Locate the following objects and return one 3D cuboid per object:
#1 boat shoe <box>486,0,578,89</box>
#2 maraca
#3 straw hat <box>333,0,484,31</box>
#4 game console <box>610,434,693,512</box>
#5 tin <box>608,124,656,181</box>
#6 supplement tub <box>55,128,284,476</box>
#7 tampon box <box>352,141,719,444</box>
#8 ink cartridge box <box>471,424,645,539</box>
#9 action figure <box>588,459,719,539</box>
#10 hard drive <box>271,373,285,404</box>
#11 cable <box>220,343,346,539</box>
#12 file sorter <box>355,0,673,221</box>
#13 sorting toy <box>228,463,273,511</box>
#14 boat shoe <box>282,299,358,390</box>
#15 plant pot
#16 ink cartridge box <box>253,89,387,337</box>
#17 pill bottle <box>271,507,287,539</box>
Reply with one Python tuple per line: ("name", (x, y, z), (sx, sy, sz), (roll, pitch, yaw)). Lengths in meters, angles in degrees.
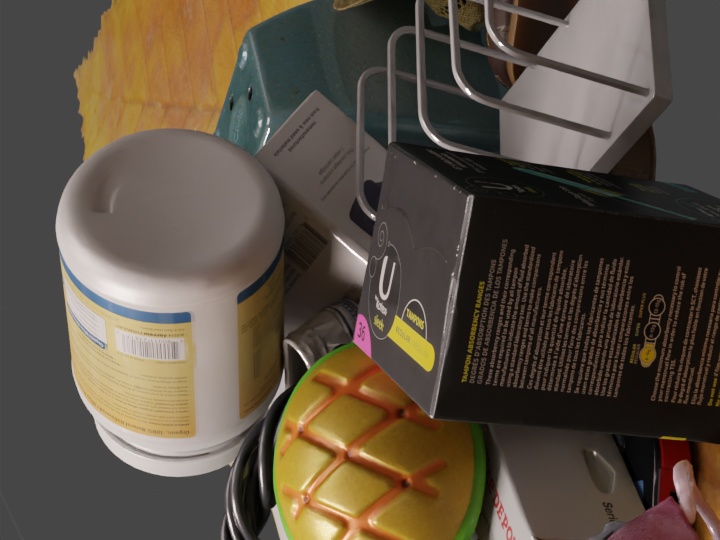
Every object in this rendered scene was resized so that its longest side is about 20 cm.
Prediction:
("boat shoe", (0.124, -0.221, 1.475), (0.070, 0.070, 0.202), (-127, 47, -58))
("maraca", (0.012, 0.139, 1.279), (0.136, 0.107, 0.202), (-12, 73, 23))
("straw hat", (0.081, -0.223, 1.564), (0.200, 0.085, 0.201), (-37, 15, 12))
("game console", (0.151, 0.191, 1.322), (0.177, 0.031, 0.202), (164, 112, -70))
("tin", (0.148, -0.015, 1.391), (0.112, 0.041, 0.202), (176, 100, -67))
("supplement tub", (-0.120, 0.025, 1.393), (0.201, 0.143, 0.146), (93, 170, -47))
("tampon box", (0.117, 0.013, 1.220), (0.150, 0.198, 0.128), (-140, 59, -68))
("ink cartridge box", (0.098, 0.199, 1.310), (0.146, 0.083, 0.202), (-110, 31, -57))
("action figure", (0.195, 0.219, 1.134), (0.149, 0.134, 0.200), (-42, 33, -9))
("hard drive", (-0.073, 0.075, 1.572), (0.133, 0.199, 0.025), (-63, -25, -4))
("cable", (-0.017, 0.143, 1.382), (0.051, 0.162, 0.202), (-144, 44, -60))
("file sorter", (0.092, -0.120, 1.352), (0.200, 0.123, 0.140), (129, 149, -49))
("sorting toy", (-0.055, 0.078, 1.692), (0.185, 0.036, 0.200), (44, 107, 15))
("boat shoe", (-0.024, 0.113, 1.436), (0.072, 0.065, 0.201), (44, 145, 36))
("plant pot", (-0.001, -0.089, 1.603), (0.197, 0.198, 0.197), (-106, 29, -47))
("ink cartridge box", (0.000, 0.000, 1.453), (0.084, 0.200, 0.145), (-49, -1, -35))
("pill bottle", (-0.016, 0.173, 1.613), (0.104, 0.103, 0.202), (167, 87, -70))
